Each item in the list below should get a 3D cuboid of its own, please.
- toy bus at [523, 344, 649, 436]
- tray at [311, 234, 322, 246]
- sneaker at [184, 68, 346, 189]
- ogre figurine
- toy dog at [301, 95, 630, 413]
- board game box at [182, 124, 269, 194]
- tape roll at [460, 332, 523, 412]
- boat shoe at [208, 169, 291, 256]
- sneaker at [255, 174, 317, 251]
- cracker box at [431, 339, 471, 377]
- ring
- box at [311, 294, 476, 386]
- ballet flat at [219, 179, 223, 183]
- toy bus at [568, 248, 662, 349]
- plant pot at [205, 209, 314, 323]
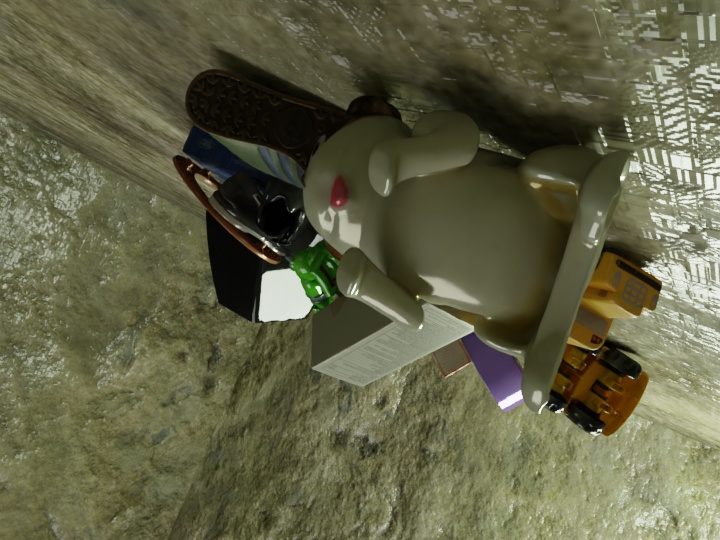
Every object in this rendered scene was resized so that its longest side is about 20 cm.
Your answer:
[{"bbox_3d":[0.345,0.154,0.998,0.197,0.137,0.192,29,-170,-20],"label":"toy bus"},{"bbox_3d":[0.000,0.000,0.876,0.198,0.022,0.107,31,155,-7],"label":"tray"},{"bbox_3d":[-0.046,-0.104,0.505,0.197,0.068,0.090,26,-177,-3],"label":"sneaker"},{"bbox_3d":[-0.013,0.003,0.768,0.198,0.099,0.120,10,151,50],"label":"ogre figurine"},{"bbox_3d":[0.053,-0.042,0.376,0.197,0.142,0.194,21,-149,20],"label":"toy dog"},{"bbox_3d":[-0.111,-0.113,0.817,0.197,0.044,0.199,23,175,23],"label":"board game box"},{"bbox_3d":[0.237,0.147,1.063,0.202,0.065,0.201,56,-168,-17],"label":"tape roll"},{"bbox_3d":[-0.116,-0.069,0.752,0.067,0.057,0.200,47,-175,21],"label":"boat shoe"},{"bbox_3d":[-0.080,-0.063,0.636,0.075,0.092,0.201,24,156,4],"label":"sneaker"},{"bbox_3d":[0.124,0.086,1.053,0.203,0.057,0.134,62,-178,10],"label":"cracker box"},{"bbox_3d":[-0.178,-0.088,0.817,0.201,0.019,0.200,47,-176,-4],"label":"ring"},{"bbox_3d":[0.034,0.061,0.705,0.094,0.079,0.198,26,137,-36],"label":"box"},{"bbox_3d":[-0.211,-0.133,1.030,0.076,0.068,0.199,49,169,-24],"label":"ballet flat"},{"bbox_3d":[0.179,0.020,0.562,0.064,0.080,0.199,26,175,-21],"label":"toy bus"},{"bbox_3d":[-0.179,-0.007,1.143,0.197,0.182,0.198,0,-165,-45],"label":"plant pot"}]
